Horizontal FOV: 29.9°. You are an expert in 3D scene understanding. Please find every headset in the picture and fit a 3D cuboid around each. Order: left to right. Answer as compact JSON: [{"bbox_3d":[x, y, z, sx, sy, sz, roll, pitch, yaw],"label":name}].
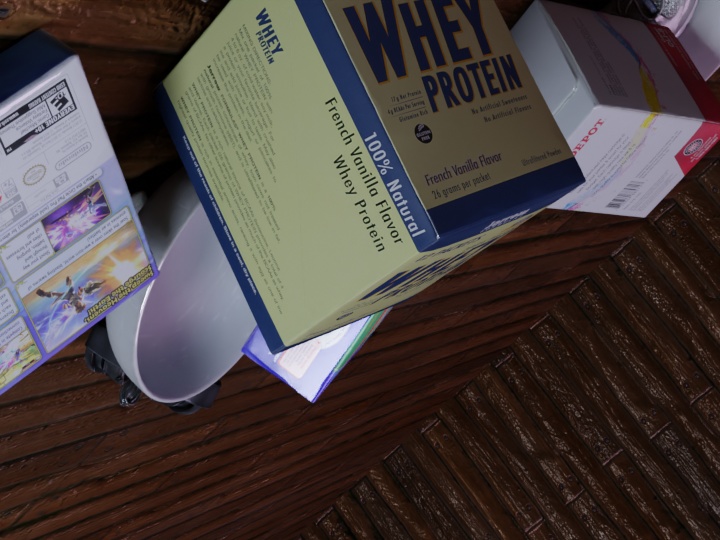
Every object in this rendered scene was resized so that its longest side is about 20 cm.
[{"bbox_3d":[-0.195,0.093,1.221,0.095,0.122,0.200,-63,-169,-2],"label":"headset"}]

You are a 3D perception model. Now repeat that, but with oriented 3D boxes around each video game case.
[{"bbox_3d":[-0.226,-0.011,0.786,0.199,0.045,0.183,-38,141,-23],"label":"video game case"}]

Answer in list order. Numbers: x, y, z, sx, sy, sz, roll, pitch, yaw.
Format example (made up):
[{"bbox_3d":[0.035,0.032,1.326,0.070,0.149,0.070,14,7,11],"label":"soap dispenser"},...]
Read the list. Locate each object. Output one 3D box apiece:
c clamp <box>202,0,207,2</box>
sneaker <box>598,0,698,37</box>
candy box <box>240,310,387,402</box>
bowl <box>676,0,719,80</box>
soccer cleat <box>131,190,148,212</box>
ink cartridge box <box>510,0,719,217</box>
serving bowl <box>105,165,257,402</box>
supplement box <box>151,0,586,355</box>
[{"bbox_3d":[-0.012,-0.225,0.889,0.171,0.027,0.200,-47,163,12],"label":"c clamp"},{"bbox_3d":[0.274,-0.248,1.420,0.200,0.075,0.082,-45,165,25],"label":"sneaker"},{"bbox_3d":[0.000,0.000,1.091,0.170,0.077,0.200,-55,177,14],"label":"candy box"},{"bbox_3d":[0.395,-0.301,1.480,0.200,0.074,0.200,-49,-176,37],"label":"bowl"},{"bbox_3d":[-0.164,-0.008,1.081,0.086,0.070,0.200,-38,166,0],"label":"soccer cleat"},{"bbox_3d":[0.229,-0.157,1.338,0.198,0.146,0.146,3,142,-38],"label":"ink cartridge box"},{"bbox_3d":[-0.123,-0.006,1.003,0.200,0.065,0.201,-47,154,-31],"label":"serving bowl"},{"bbox_3d":[-0.002,-0.086,0.863,0.133,0.202,0.199,-20,170,-39],"label":"supplement box"}]
